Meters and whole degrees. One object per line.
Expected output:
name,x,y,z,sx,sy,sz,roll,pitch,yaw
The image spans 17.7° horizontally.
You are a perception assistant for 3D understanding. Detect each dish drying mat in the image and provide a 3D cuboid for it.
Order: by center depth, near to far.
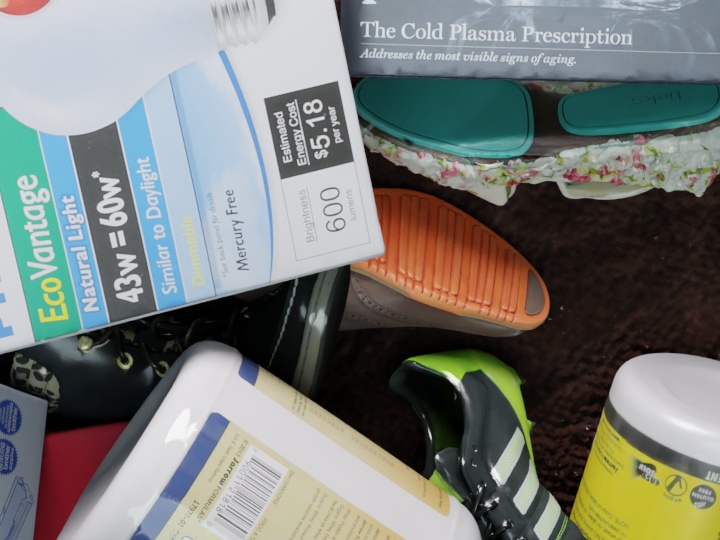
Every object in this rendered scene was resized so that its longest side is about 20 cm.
dish drying mat,-0.158,0.118,1.232,0.200,0.018,0.077,-10,112,34

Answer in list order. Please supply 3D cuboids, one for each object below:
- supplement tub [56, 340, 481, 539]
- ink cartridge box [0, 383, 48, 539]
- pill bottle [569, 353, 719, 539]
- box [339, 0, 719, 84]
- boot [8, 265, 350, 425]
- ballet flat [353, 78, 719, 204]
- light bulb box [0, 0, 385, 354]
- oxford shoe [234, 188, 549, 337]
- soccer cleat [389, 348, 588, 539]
supplement tub,-0.032,0.142,1.099,0.200,0.144,0.145,35,107,-7
ink cartridge box,-0.216,0.163,1.187,0.094,0.201,0.044,-12,156,37
pill bottle,0.163,0.155,1.235,0.112,0.112,0.201,13,110,-4
box,0.089,-0.191,1.118,0.199,0.104,0.183,1,109,1
boot,-0.096,0.039,1.187,0.153,0.074,0.204,22,143,-3
ballet flat,0.093,-0.062,1.177,0.199,0.076,0.064,2,136,6
light bulb box,-0.115,-0.084,1.075,0.199,0.125,0.199,-15,102,-13
oxford shoe,0.000,0.000,1.218,0.199,0.071,0.073,18,133,-5
soccer cleat,0.071,0.130,1.195,0.081,0.200,0.068,2,144,-40
